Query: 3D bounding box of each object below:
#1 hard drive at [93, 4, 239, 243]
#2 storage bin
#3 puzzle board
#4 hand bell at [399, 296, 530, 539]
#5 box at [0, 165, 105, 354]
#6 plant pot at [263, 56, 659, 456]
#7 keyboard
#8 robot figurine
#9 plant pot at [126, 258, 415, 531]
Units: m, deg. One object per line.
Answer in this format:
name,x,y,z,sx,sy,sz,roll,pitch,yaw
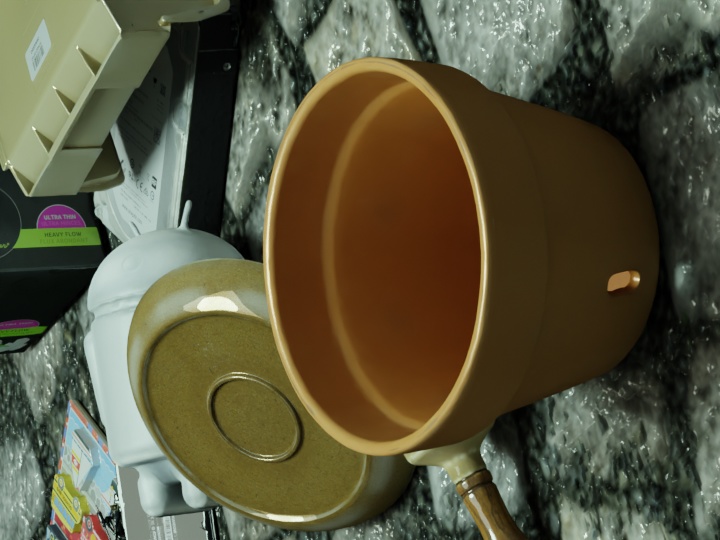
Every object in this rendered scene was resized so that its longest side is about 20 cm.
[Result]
hard drive,-0.137,-0.106,1.773,0.140,0.038,0.201,40,128,51
storage bin,-0.185,-0.183,1.716,0.200,0.093,0.200,-52,50,47
puzzle board,-0.195,0.212,1.950,0.200,0.017,0.152,44,132,48
hand bell,0.068,0.125,1.423,0.201,0.104,0.104,62,146,12
box,-0.304,-0.020,1.971,0.200,0.148,0.125,-41,59,55
plant pot,0.059,-0.009,1.321,0.200,0.139,0.202,4,95,55
keyboard,-0.139,0.187,1.830,0.104,0.040,0.201,-11,83,30
robot figurine,-0.119,0.059,1.689,0.169,0.113,0.201,-13,83,36
plant pot,-0.060,0.084,1.554,0.199,0.028,0.201,16,129,21
